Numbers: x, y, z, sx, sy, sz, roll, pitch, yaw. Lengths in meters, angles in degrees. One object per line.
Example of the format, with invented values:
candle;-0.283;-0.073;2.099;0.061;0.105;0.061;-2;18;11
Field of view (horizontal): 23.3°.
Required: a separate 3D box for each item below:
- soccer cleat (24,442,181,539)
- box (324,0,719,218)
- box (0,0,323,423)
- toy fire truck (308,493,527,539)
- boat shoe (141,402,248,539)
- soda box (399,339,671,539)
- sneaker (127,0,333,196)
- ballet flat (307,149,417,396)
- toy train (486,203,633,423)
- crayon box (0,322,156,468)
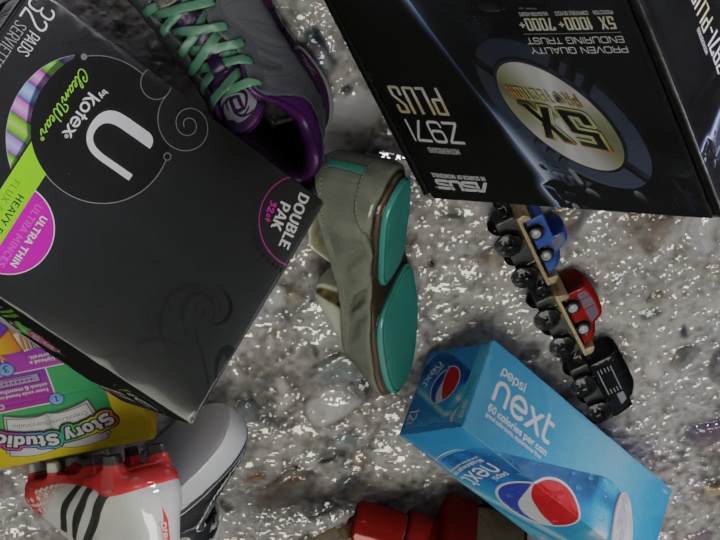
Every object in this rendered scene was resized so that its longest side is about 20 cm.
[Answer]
soccer cleat;-0.166;0.160;1.123;0.068;0.086;0.200;-9;177;-30
box;0.099;-0.120;0.929;0.199;0.086;0.164;7;139;39
box;-0.151;-0.033;0.957;0.199;0.124;0.149;36;77;-21
toy fire truck;0.003;0.238;1.240;0.198;0.129;0.177;19;124;-5
boat shoe;-0.127;0.167;1.192;0.068;0.072;0.200;30;121;-23
soda box;0.122;0.131;1.181;0.200;0.068;0.064;39;148;-29
sneaker;-0.075;-0.128;0.965;0.074;0.088;0.200;-32;124;17
ballet flat;0.000;0.000;1.089;0.063;0.068;0.201;17;142;17
toy train;0.135;0.025;1.138;0.046;0.034;0.201;-25;126;8
crayon box;-0.243;0.046;1.097;0.198;0.059;0.174;-11;128;2
